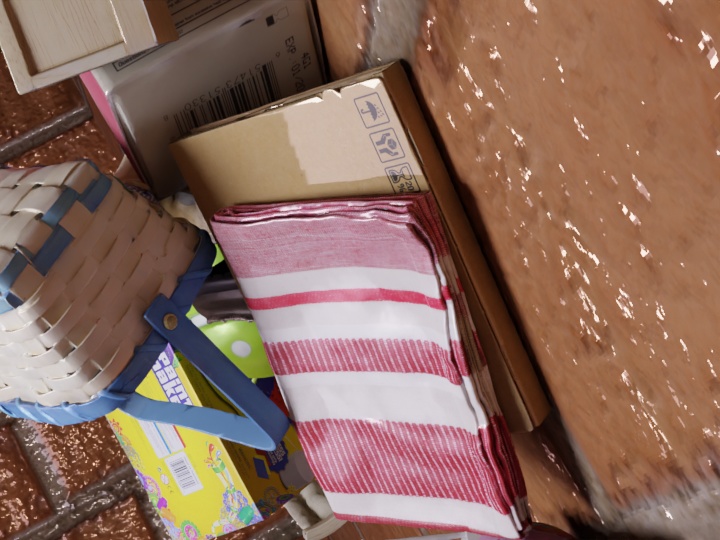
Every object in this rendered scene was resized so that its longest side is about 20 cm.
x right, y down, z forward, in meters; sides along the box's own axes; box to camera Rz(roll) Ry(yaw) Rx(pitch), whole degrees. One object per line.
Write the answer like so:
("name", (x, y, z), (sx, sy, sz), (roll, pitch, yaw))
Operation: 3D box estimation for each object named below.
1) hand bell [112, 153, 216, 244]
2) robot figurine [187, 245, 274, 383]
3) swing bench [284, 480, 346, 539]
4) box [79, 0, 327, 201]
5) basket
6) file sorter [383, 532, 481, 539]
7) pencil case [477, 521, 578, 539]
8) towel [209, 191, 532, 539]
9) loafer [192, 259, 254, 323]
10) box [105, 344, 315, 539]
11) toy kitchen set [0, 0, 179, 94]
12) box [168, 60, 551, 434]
("hand bell", (-0.118, -0.129, 0.848), (0.104, 0.102, 0.203), (97, 175, -73))
("robot figurine", (-0.082, -0.014, 0.938), (0.175, 0.115, 0.203), (-18, 86, 52))
("swing bench", (-0.070, 0.150, 1.345), (0.202, 0.129, 0.199), (58, 170, -10))
("box", (-0.123, -0.166, 0.771), (0.201, 0.127, 0.109), (56, 169, 30))
("basket", (-0.147, 0.031, 0.749), (0.175, 0.140, 0.201), (3, 138, 45))
("file sorter", (0.048, 0.323, 1.033), (0.139, 0.122, 0.203), (85, 178, -66))
("pencil case", (0.109, 0.177, 0.661), (0.088, 0.087, 0.200), (61, 168, 0))
("towel", (0.005, 0.055, 0.687), (0.143, 0.023, 0.202), (-2, 117, 39))
("loafer", (-0.035, 0.016, 0.780), (0.199, 0.073, 0.072), (-8, 110, 49))
("box", (-0.106, 0.089, 1.088), (0.121, 0.192, 0.202), (-26, 94, 41))
("toy kitchen set", (-0.117, -0.224, 0.687), (0.181, 0.161, 0.203), (-61, -47, -74))
("box", (-0.004, 0.002, 0.689), (0.162, 0.021, 0.202), (-10, 112, 42))
